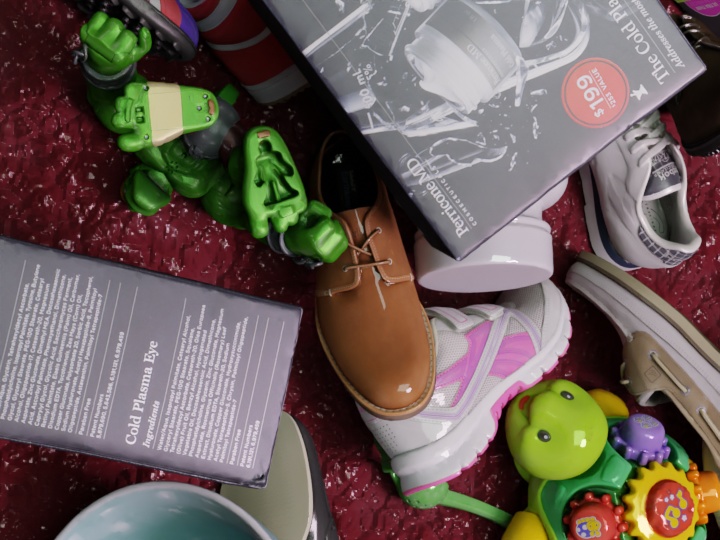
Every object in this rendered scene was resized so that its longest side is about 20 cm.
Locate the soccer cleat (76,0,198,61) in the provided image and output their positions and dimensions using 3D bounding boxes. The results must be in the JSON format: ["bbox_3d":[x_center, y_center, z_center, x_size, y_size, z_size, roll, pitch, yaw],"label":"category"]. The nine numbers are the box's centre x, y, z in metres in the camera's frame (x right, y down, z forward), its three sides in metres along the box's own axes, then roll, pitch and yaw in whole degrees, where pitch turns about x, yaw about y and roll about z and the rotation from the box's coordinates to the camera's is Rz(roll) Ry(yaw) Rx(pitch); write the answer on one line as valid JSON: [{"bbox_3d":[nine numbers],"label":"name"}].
[{"bbox_3d":[-0.169,-0.211,1.007,0.200,0.068,0.073,39,73,-2],"label":"soccer cleat"}]

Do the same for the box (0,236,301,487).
[{"bbox_3d":[-0.158,0.049,0.930,0.182,0.200,0.104,13,84,-23],"label":"box"}]

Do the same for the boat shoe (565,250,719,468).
[{"bbox_3d":[0.212,0.064,1.129,0.068,0.200,0.075,-52,152,6],"label":"boat shoe"}]

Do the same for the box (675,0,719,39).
[{"bbox_3d":[0.343,-0.258,1.195,0.124,0.148,0.200,42,73,-17],"label":"box"}]

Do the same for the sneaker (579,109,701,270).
[{"bbox_3d":[0.191,-0.098,1.161,0.076,0.080,0.201,-23,95,-21],"label":"sneaker"}]

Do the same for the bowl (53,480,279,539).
[{"bbox_3d":[-0.096,0.229,0.981,0.105,0.200,0.201,16,79,-63],"label":"bowl"}]

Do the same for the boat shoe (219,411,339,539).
[{"bbox_3d":[-0.046,0.192,1.058,0.063,0.074,0.202,9,73,-55],"label":"boat shoe"}]

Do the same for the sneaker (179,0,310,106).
[{"bbox_3d":[-0.023,-0.195,1.018,0.200,0.071,0.112,-34,127,20],"label":"sneaker"}]

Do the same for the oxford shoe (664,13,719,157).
[{"bbox_3d":[0.231,-0.132,1.124,0.073,0.200,0.084,-39,105,6],"label":"oxford shoe"}]

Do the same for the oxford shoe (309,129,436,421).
[{"bbox_3d":[0.000,0.000,1.033,0.071,0.071,0.200,-14,62,-4],"label":"oxford shoe"}]

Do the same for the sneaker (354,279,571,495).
[{"bbox_3d":[0.069,0.055,1.082,0.088,0.081,0.200,51,48,-9],"label":"sneaker"}]

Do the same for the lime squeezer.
[{"bbox_3d":[0.042,0.115,1.110,0.071,0.038,0.200,-36,101,-21],"label":"lime squeezer"}]

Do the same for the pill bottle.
[{"bbox_3d":[0.077,-0.092,1.073,0.119,0.120,0.201,3,77,-23],"label":"pill bottle"}]

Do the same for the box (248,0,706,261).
[{"bbox_3d":[0.062,-0.139,0.946,0.182,0.104,0.200,-38,97,0],"label":"box"}]

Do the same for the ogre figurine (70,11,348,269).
[{"bbox_3d":[-0.101,-0.076,1.013,0.200,0.120,0.098,21,84,-19],"label":"ogre figurine"}]

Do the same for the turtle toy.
[{"bbox_3d":[0.170,0.151,1.120,0.200,0.101,0.146,41,66,-17],"label":"turtle toy"}]

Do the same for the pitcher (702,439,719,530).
[{"bbox_3d":[0.327,0.166,1.198,0.171,0.121,0.201,-7,98,-48],"label":"pitcher"}]
